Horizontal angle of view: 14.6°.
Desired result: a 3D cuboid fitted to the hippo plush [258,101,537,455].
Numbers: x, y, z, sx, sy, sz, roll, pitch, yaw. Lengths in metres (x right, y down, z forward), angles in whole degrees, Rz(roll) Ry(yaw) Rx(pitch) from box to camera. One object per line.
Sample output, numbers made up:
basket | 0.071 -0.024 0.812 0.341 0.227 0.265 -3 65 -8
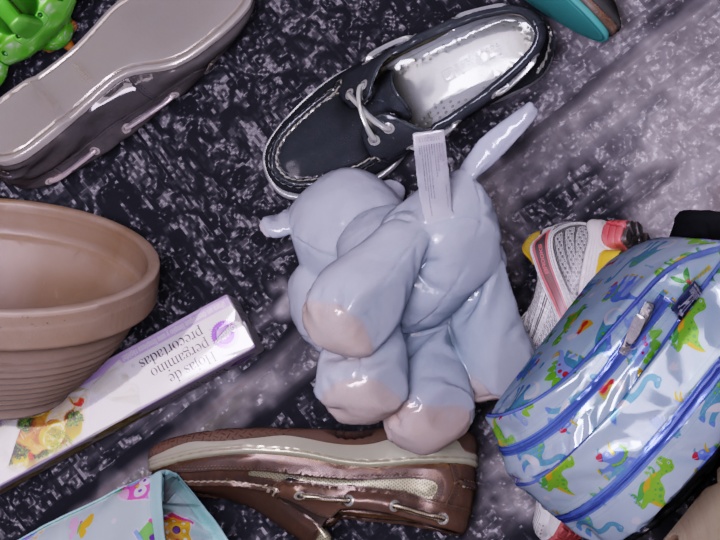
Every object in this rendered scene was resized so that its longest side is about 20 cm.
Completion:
hippo plush | 0.000 0.000 1.664 0.159 0.161 0.200 -17 112 -34

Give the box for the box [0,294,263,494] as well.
box | -0.157 0.079 1.748 0.200 0.041 0.039 -29 83 3

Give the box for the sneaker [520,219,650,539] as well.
sneaker | 0.127 0.068 1.708 0.082 0.078 0.200 5 85 28

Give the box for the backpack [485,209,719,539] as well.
backpack | 0.167 0.060 1.593 0.154 0.163 0.200 26 86 -13

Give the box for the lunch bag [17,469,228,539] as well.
lunch bag | -0.145 0.237 1.683 0.170 0.122 0.200 -28 81 20

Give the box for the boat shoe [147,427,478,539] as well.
boat shoe | -0.030 0.136 1.708 0.202 0.075 0.075 -2 78 6

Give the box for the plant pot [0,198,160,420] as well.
plant pot | -0.223 0.030 1.698 0.201 0.201 0.093 7 110 7

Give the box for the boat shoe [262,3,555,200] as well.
boat shoe | 0.026 -0.108 1.733 0.200 0.060 0.076 -33 83 3

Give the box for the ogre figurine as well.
ogre figurine | -0.232 -0.183 1.754 0.200 0.098 0.120 -37 70 -9

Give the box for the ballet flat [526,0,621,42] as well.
ballet flat | 0.084 -0.216 1.735 0.200 0.068 0.068 29 78 8

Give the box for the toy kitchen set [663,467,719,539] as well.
toy kitchen set | 0.202 0.184 1.687 0.200 0.163 0.181 -23 40 28

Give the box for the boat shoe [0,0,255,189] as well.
boat shoe | -0.150 -0.120 1.765 0.200 0.057 0.067 -33 61 -1
